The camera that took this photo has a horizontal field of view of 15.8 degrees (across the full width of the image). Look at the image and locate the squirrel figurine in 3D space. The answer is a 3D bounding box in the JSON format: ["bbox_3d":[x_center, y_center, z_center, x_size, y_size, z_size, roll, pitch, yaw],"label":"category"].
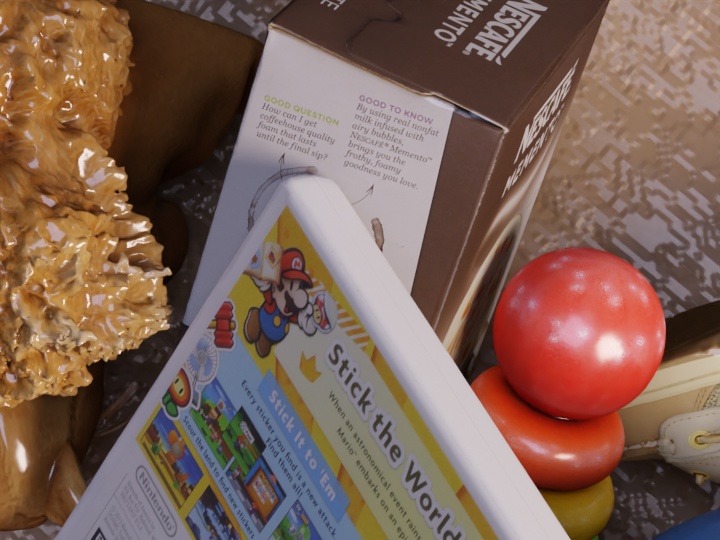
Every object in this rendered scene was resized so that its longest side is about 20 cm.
[{"bbox_3d":[-0.118,-0.005,0.863,0.141,0.200,0.187,15,89,2],"label":"squirrel figurine"}]

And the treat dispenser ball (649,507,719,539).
[{"bbox_3d":[0.137,0.166,0.762,0.201,0.201,0.201,-1,86,8],"label":"treat dispenser ball"}]

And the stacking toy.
[{"bbox_3d":[0.048,0.080,0.852,0.085,0.085,0.200,23,117,9],"label":"stacking toy"}]

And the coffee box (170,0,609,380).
[{"bbox_3d":[0.000,0.000,0.844,0.080,0.114,0.200,24,123,9],"label":"coffee box"}]

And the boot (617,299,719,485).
[{"bbox_3d":[0.153,0.084,0.879,0.200,0.073,0.156,-18,100,24],"label":"boot"}]

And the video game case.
[{"bbox_3d":[-0.010,0.106,0.759,0.200,0.023,0.182,57,131,30],"label":"video game case"}]
